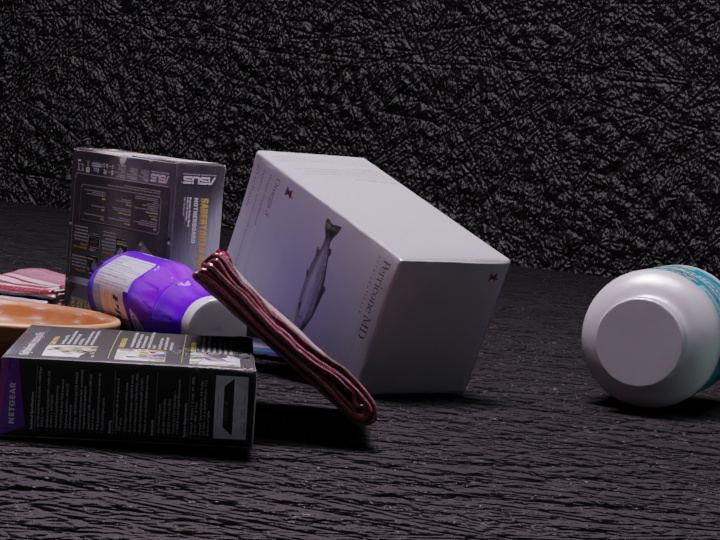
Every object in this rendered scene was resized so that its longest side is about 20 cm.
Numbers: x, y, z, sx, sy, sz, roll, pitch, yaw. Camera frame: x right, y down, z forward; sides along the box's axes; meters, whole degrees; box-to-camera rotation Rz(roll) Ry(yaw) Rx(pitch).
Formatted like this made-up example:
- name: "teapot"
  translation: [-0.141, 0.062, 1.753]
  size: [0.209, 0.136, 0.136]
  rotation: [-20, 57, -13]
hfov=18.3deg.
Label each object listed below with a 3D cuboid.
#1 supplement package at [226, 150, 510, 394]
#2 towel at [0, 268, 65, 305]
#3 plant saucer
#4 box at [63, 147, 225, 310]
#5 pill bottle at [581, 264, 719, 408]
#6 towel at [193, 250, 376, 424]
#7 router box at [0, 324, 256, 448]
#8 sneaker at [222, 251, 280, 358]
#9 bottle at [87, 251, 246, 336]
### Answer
- name: "supplement package"
  translation: [0.000, 0.000, 1.738]
  size: [0.117, 0.117, 0.200]
  rotation: [2, 24, -41]
- name: "towel"
  translation: [-0.325, 0.015, 2.221]
  size: [0.144, 0.023, 0.200]
  rotation: [6, 4, 19]
- name: "plant saucer"
  translation: [-0.280, 0.046, 1.664]
  size: [0.200, 0.038, 0.200]
  rotation: [5, 4, 0]
- name: "box"
  translation: [-0.187, -0.020, 1.904]
  size: [0.048, 0.159, 0.200]
  rotation: [1, 5, -32]
- name: "pill bottle"
  translation: [0.242, 0.052, 1.796]
  size: [0.111, 0.111, 0.200]
  rotation: [7, 4, 16]
- name: "towel"
  translation: [-0.048, 0.041, 1.467]
  size: [0.144, 0.023, 0.200]
  rotation: [43, -1, -3]
- name: "router box"
  translation: [-0.139, 0.069, 1.374]
  size: [0.149, 0.051, 0.200]
  rotation: [4, 3, -3]
- name: "sneaker"
  translation: [-0.048, 0.034, 1.867]
  size: [0.200, 0.082, 0.074]
  rotation: [9, 3, 18]
- name: "bottle"
  translation: [-0.145, 0.034, 1.694]
  size: [0.065, 0.084, 0.200]
  rotation: [-33, 19, -19]
